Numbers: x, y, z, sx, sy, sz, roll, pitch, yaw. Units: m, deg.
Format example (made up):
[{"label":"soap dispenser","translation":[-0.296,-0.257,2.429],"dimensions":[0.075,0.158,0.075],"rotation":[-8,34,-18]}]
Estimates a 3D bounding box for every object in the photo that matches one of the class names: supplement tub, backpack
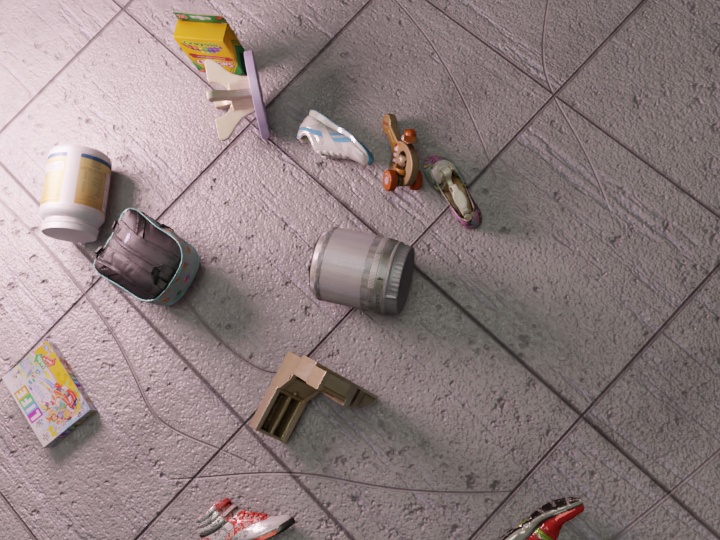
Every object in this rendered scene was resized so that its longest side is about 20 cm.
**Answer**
[{"label":"supplement tub","translation":[-0.664,-0.177,1.778],"dimensions":[0.145,0.145,0.200],"rotation":[1,76,11]},{"label":"backpack","translation":[-0.461,-0.016,1.696],"dimensions":[0.200,0.153,0.176],"rotation":[30,85,26]}]

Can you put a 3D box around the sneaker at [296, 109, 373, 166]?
[{"label":"sneaker","translation":[-0.055,-0.284,1.738],"dimensions":[0.200,0.077,0.081],"rotation":[36,93,23]}]

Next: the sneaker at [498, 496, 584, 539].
[{"label":"sneaker","translation":[0.352,0.508,1.463],"dimensions":[0.200,0.077,0.085],"rotation":[-38,78,10]}]

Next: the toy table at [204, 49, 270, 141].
[{"label":"toy table","translation":[-0.284,-0.396,1.757],"dimensions":[0.117,0.184,0.200],"rotation":[-11,84,-2]}]

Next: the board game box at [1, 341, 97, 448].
[{"label":"board game box","translation":[-0.703,0.279,1.727],"dimensions":[0.134,0.034,0.200],"rotation":[-40,73,-1]}]

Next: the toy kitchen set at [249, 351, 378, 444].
[{"label":"toy kitchen set","translation":[-0.085,0.291,1.554],"dimensions":[0.163,0.200,0.181],"rotation":[32,81,-26]}]

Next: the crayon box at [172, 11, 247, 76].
[{"label":"crayon box","translation":[-0.350,-0.526,1.781],"dimensions":[0.127,0.200,0.051],"rotation":[8,78,13]}]

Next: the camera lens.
[{"label":"camera lens","translation":[0.000,0.000,1.604],"dimensions":[0.200,0.160,0.160],"rotation":[12,78,13]}]

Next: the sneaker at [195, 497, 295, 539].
[{"label":"sneaker","translation":[-0.242,0.511,1.567],"dimensions":[0.201,0.067,0.108],"rotation":[-24,75,6]}]

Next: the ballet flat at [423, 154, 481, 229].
[{"label":"ballet flat","translation":[0.200,-0.181,1.660],"dimensions":[0.069,0.071,0.200],"rotation":[-30,72,3]}]

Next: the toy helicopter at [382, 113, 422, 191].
[{"label":"toy helicopter","translation":[0.086,-0.278,1.686],"dimensions":[0.079,0.132,0.200],"rotation":[-4,54,-20]}]
